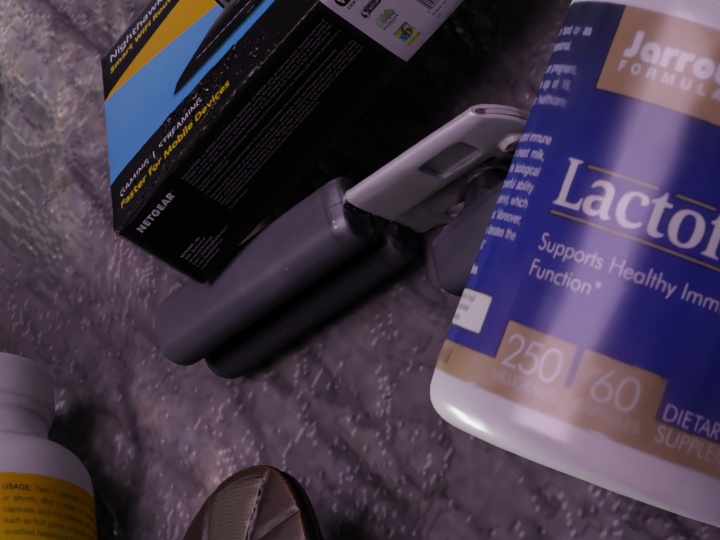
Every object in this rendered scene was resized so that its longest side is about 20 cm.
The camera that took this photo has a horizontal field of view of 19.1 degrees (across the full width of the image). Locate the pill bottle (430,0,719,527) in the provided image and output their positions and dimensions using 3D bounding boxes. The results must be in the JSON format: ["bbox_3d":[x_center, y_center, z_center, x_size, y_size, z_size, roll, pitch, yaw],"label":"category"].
[{"bbox_3d":[0.106,-0.029,0.672,0.116,0.116,0.201,20,90,45],"label":"pill bottle"}]

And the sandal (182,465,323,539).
[{"bbox_3d":[-0.018,0.174,0.818,0.082,0.055,0.200,-30,72,27],"label":"sandal"}]

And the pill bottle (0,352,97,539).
[{"bbox_3d":[-0.164,0.141,0.925,0.104,0.104,0.201,-26,59,35],"label":"pill bottle"}]

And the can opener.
[{"bbox_3d":[0.000,0.000,0.856,0.200,0.053,0.067,-34,54,32],"label":"can opener"}]

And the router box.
[{"bbox_3d":[-0.029,-0.111,0.891,0.200,0.051,0.149,-46,29,21],"label":"router box"}]
